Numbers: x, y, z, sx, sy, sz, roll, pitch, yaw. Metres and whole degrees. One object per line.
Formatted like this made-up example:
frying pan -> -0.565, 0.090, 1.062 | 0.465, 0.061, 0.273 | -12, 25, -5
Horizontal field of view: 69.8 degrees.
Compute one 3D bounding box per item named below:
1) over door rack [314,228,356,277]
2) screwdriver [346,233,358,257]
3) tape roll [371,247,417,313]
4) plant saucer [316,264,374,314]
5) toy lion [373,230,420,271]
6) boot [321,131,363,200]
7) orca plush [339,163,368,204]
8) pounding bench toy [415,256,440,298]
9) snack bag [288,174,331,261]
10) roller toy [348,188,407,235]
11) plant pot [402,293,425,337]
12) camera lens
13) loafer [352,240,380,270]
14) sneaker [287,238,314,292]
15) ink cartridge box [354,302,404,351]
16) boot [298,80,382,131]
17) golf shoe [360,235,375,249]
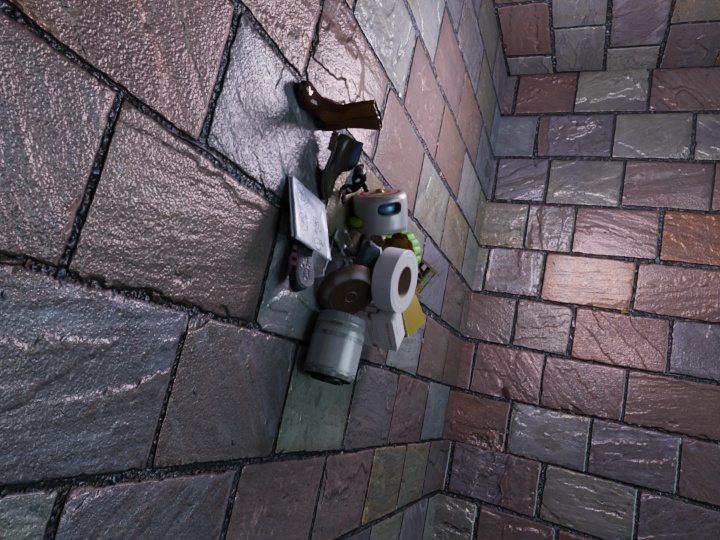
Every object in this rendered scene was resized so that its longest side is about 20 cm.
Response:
over door rack -> -0.065, -0.011, 1.630 | 0.201, 0.066, 0.149 | -65, 149, -34
screwdriver -> -0.022, -0.075, 1.757 | 0.201, 0.028, 0.029 | 67, 8, -46
tape roll -> 0.110, 0.031, 1.630 | 0.202, 0.070, 0.205 | -32, 128, -53
plant saucer -> -0.035, 0.073, 1.586 | 0.037, 0.198, 0.202 | -116, -174, -48
toy lion -> 0.130, -0.044, 1.767 | 0.068, 0.191, 0.202 | -17, 119, -36
boot -> -0.055, -0.296, 1.508 | 0.075, 0.096, 0.202 | -60, 163, -72
orca plush -> -0.013, -0.250, 1.566 | 0.105, 0.071, 0.200 | -49, -179, -34
pounding bench toy -> 0.203, 0.002, 2.169 | 0.156, 0.200, 0.124 | -51, 151, 5
snack bag -> -0.139, -0.140, 1.413 | 0.200, 0.021, 0.191 | 35, 43, -60
roller toy -> 0.068, -0.205, 1.730 | 0.200, 0.180, 0.142 | -36, 126, -58
plant pot -> 0.108, 0.139, 1.922 | 0.200, 0.198, 0.179 | -23, 104, -62
camera lens -> -0.076, 0.236, 1.558 | 0.160, 0.158, 0.202 | 46, 56, -59
loafer -> 0.000, 0.000, 1.623 | 0.071, 0.063, 0.201 | 18, 110, -31
sneaker -> -0.171, -0.034, 1.412 | 0.070, 0.082, 0.202 | 25, 50, -33
ink cartridge box -> 0.040, 0.179, 1.749 | 0.084, 0.198, 0.147 | -57, 145, -42
boot -> -0.053, -0.438, 1.385 | 0.189, 0.198, 0.069 | 59, 44, -53
golf shoe -> 0.063, -0.057, 1.885 | 0.200, 0.078, 0.098 | 40, 76, -41
